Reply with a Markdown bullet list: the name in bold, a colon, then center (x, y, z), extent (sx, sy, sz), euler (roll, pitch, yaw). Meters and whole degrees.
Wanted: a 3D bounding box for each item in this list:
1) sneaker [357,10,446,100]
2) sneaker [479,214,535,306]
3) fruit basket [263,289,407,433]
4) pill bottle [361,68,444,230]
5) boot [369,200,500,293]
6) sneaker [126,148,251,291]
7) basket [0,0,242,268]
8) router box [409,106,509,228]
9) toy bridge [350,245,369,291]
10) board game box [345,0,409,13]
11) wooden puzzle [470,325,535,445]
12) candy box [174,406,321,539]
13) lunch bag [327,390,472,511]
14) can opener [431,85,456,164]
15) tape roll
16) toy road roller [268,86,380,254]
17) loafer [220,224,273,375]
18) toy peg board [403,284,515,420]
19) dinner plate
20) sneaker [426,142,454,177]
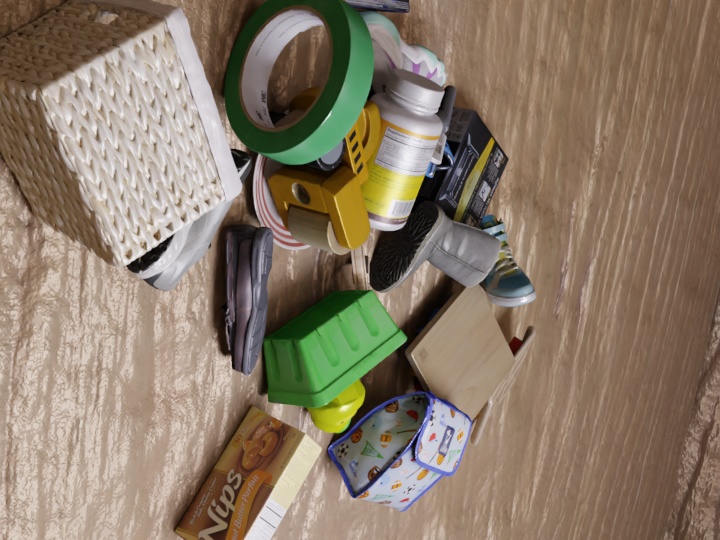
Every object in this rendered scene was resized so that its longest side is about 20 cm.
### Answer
- **sneaker**: center (0.038, -0.269, 1.237), extent (0.198, 0.077, 0.143), euler (21, 88, -42)
- **sneaker**: center (0.242, -0.023, 1.503), extent (0.078, 0.200, 0.133), euler (-16, 112, -11)
- **fruit basket**: center (-0.035, 0.154, 1.253), extent (0.212, 0.154, 0.222), euler (3, 85, -43)
- **pill bottle**: center (0.045, -0.166, 1.174), extent (0.108, 0.109, 0.203), euler (-7, 126, -49)
- **boot**: center (0.125, -0.014, 1.397), extent (0.182, 0.073, 0.199), euler (-46, 146, 13)
- **sneaker**: center (-0.199, -0.064, 1.025), extent (0.202, 0.073, 0.080), euler (-53, 147, -15)
- **basket**: center (-0.249, -0.139, 0.831), extent (0.160, 0.196, 0.203), euler (-40, 132, -29)
- **router box**: center (0.167, -0.147, 1.450), extent (0.157, 0.052, 0.203), euler (39, 72, -50)
- **toy bridge**: center (0.000, 0.000, 1.290), extent (0.068, 0.026, 0.204), euler (-90, 174, -64)
- **board game box**: center (-0.007, -0.453, 1.119), extent (0.198, 0.061, 0.205), euler (-11, 110, -48)
- **wooden puzzle**: center (0.269, 0.221, 1.681), extent (0.201, 0.046, 0.187), euler (-51, 161, -33)
- **candy box**: center (-0.153, 0.301, 1.170), extent (0.202, 0.114, 0.055), euler (-59, 138, -17)
- **lunch bag**: center (0.078, 0.288, 1.391), extent (0.200, 0.125, 0.169), euler (-43, 144, 9)
- **can opener**: center (0.119, -0.233, 1.289), extent (0.052, 0.066, 0.202), euler (36, 37, -17)
- **tape roll**: center (-0.075, -0.230, 1.003), extent (0.048, 0.198, 0.205), euler (17, 91, -51)
- **toy road roller**: center (-0.036, -0.139, 1.110), extent (0.146, 0.121, 0.203), euler (-40, 131, -34)
- **loafer**: center (-0.156, 0.036, 1.128), extent (0.072, 0.061, 0.205), euler (-52, 152, -71)
- **toy peg board**: center (0.157, 0.152, 1.534), extent (0.200, 0.097, 0.201), euler (-45, 119, -29)
- **dinner plate**: center (-0.080, -0.130, 1.176), extent (0.198, 0.024, 0.205), euler (-21, 119, -44)
- **sneaker**: center (0.074, -0.180, 1.292), extent (0.198, 0.079, 0.066), euler (-8, 140, -49)
